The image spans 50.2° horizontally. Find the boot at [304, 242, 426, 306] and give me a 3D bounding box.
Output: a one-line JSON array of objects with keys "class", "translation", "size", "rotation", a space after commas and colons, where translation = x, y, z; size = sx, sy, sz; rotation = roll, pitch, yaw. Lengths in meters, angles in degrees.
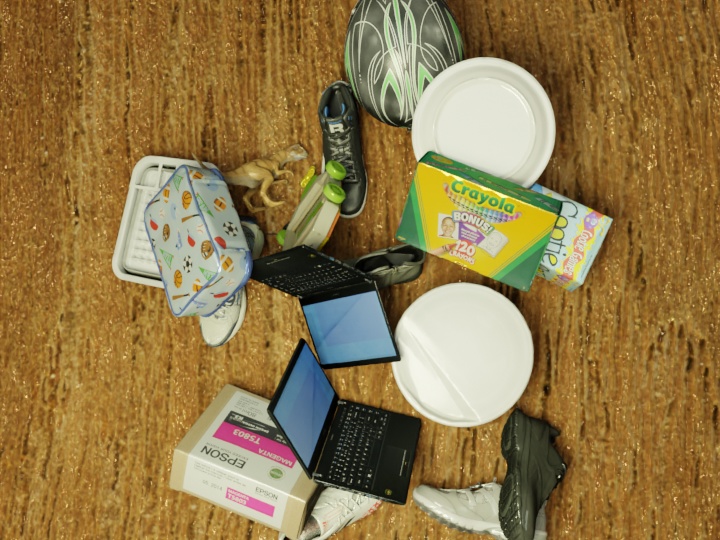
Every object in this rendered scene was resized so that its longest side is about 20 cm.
[{"class": "boot", "translation": [0.000, 0.000, 1.132], "size": [0.198, 0.131, 0.069], "rotation": [-18, 80, 4]}]

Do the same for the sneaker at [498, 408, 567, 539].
[{"class": "sneaker", "translation": [0.241, 0.287, 1.061], "size": [0.090, 0.076, 0.202], "rotation": [16, 52, -3]}]

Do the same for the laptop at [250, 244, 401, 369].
[{"class": "laptop", "translation": [-0.065, 0.058, 1.080], "size": [0.176, 0.199, 0.105], "rotation": [-14, 60, 46]}]

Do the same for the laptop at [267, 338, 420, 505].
[{"class": "laptop", "translation": [-0.014, 0.202, 1.061], "size": [0.197, 0.178, 0.104], "rotation": [13, 120, 6]}]

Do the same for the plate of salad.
[{"class": "plate of salad", "translation": [0.171, -0.193, 1.076], "size": [0.197, 0.048, 0.203], "rotation": [1, 96, 5]}]

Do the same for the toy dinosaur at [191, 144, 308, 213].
[{"class": "toy dinosaur", "translation": [-0.169, -0.144, 1.190], "size": [0.199, 0.060, 0.108], "rotation": [-21, 97, -37]}]

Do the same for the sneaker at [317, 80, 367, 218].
[{"class": "sneaker", "translation": [-0.035, -0.187, 1.173], "size": [0.072, 0.112, 0.203], "rotation": [-6, 81, 6]}]

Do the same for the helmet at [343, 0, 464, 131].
[{"class": "helmet", "translation": [0.064, -0.317, 1.139], "size": [0.197, 0.191, 0.203], "rotation": [-1, 82, 6]}]

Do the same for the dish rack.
[{"class": "dish rack", "translation": [-0.296, -0.072, 1.207], "size": [0.170, 0.043, 0.203], "rotation": [9, 83, 23]}]

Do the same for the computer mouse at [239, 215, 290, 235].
[{"class": "computer mouse", "translation": [-0.155, -0.058, 1.208], "size": [0.197, 0.034, 0.059], "rotation": [4, 81, 7]}]

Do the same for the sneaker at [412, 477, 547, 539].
[{"class": "sneaker", "translation": [0.173, 0.336, 1.106], "size": [0.197, 0.075, 0.083], "rotation": [15, 68, 3]}]

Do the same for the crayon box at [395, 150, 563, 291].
[{"class": "crayon box", "translation": [0.159, -0.068, 1.045], "size": [0.198, 0.058, 0.120], "rotation": [22, 119, 11]}]

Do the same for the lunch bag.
[{"class": "lunch bag", "translation": [-0.237, -0.042, 1.096], "size": [0.160, 0.075, 0.202], "rotation": [-41, 61, 38]}]

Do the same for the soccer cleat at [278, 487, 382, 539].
[{"class": "soccer cleat", "translation": [-0.035, 0.344, 1.111], "size": [0.199, 0.085, 0.069], "rotation": [-34, 79, 1]}]

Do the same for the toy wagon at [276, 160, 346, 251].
[{"class": "toy wagon", "translation": [-0.071, -0.089, 1.137], "size": [0.039, 0.201, 0.156], "rotation": [29, 120, -18]}]

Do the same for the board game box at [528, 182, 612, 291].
[{"class": "board game box", "translation": [0.247, -0.063, 1.126], "size": [0.198, 0.105, 0.104], "rotation": [27, 86, 10]}]

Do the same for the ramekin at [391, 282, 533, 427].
[{"class": "ramekin", "translation": [0.146, 0.123, 1.117], "size": [0.199, 0.094, 0.205], "rotation": [-1, 82, 6]}]

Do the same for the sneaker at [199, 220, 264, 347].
[{"class": "sneaker", "translation": [-0.211, 0.022, 1.166], "size": [0.076, 0.085, 0.203], "rotation": [17, 99, 9]}]

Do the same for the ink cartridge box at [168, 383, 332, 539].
[{"class": "ink cartridge box", "translation": [-0.143, 0.264, 1.092], "size": [0.198, 0.165, 0.076], "rotation": [19, 119, 8]}]
